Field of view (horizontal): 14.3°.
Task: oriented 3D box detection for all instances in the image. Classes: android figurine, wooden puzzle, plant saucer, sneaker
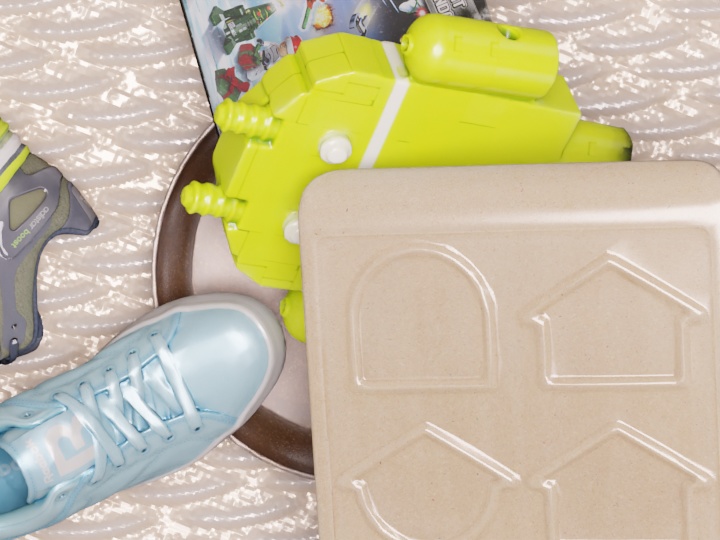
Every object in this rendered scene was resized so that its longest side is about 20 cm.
[{"bbox_3d":[0.018,-0.039,1.286,0.199,0.041,0.183,9,127,-26],"label":"android figurine"},{"bbox_3d":[0.070,0.054,1.240,0.184,0.046,0.202,-1,96,12],"label":"wooden puzzle"},{"bbox_3d":[0.000,0.000,1.367,0.199,0.032,0.202,0,95,-4],"label":"plant saucer"},{"bbox_3d":[-0.193,0.030,1.334,0.081,0.074,0.201,31,93,-10],"label":"sneaker"},{"bbox_3d":[-0.124,0.079,1.318,0.199,0.082,0.074,-30,97,12],"label":"sneaker"}]

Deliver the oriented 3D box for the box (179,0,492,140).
[{"bbox_3d":[-0.019,-0.143,1.329,0.136,0.040,0.201,-16,83,-4],"label":"box"}]
